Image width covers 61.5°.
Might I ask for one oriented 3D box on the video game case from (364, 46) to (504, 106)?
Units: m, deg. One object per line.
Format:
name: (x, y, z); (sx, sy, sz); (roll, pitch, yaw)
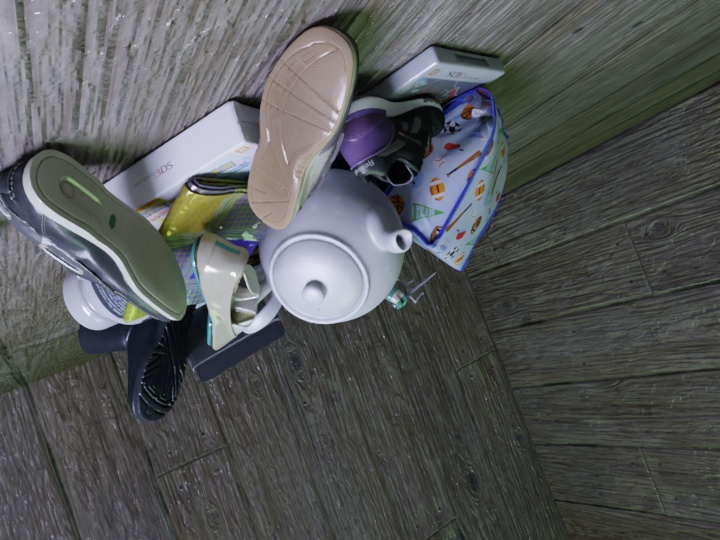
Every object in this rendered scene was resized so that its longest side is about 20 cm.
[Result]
video game case: (0.056, -0.200, 0.733); (0.197, 0.024, 0.180); (-25, 177, 38)

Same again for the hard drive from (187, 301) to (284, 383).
hard drive: (-0.209, 0.089, 0.930); (0.138, 0.034, 0.199); (-30, -156, -17)

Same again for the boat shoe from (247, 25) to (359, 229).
boat shoe: (-0.048, -0.125, 0.534); (0.065, 0.071, 0.202); (-51, 171, -47)

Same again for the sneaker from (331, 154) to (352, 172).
sneaker: (-0.088, -0.090, 0.808); (0.195, 0.088, 0.075); (-19, -150, -1)

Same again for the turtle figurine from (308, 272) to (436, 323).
turtle figurine: (0.000, 0.000, 0.876); (0.195, 0.103, 0.150); (-20, -159, -10)

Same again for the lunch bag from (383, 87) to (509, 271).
lunch bag: (0.127, -0.125, 0.817); (0.203, 0.123, 0.169); (-58, 158, 4)

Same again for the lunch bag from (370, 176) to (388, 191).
lunch bag: (0.018, -0.109, 0.960); (0.130, 0.139, 0.198); (-24, 175, 34)

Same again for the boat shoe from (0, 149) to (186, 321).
boat shoe: (-0.228, -0.020, 0.536); (0.066, 0.073, 0.201); (-17, 138, 20)

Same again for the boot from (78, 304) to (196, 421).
boot: (-0.327, 0.112, 0.855); (0.164, 0.205, 0.077); (-6, 151, 24)

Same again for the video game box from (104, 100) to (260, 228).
video game box: (-0.152, -0.103, 0.647); (0.196, 0.048, 0.181); (-24, 174, 24)

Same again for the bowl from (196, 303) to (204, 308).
bowl: (-0.359, 0.040, 1.034); (0.196, 0.110, 0.200); (-24, 177, -1)

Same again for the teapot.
teapot: (-0.044, -0.009, 0.714); (0.192, 0.204, 0.147); (14, -144, 4)

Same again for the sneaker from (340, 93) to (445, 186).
sneaker: (0.041, -0.136, 0.671); (0.075, 0.090, 0.198); (-25, 177, 38)

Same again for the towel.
towel: (-0.163, -0.022, 0.646); (0.142, 0.023, 0.201); (-10, 145, -53)

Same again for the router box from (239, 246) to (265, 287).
router box: (-0.143, -0.041, 1.018); (0.196, 0.053, 0.158); (-23, -146, -11)

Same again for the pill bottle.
pill bottle: (-0.281, 0.000, 0.777); (0.196, 0.122, 0.119); (-23, 177, 22)

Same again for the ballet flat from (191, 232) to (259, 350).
ballet flat: (-0.141, 0.032, 0.655); (0.068, 0.070, 0.201); (-21, 156, -19)
